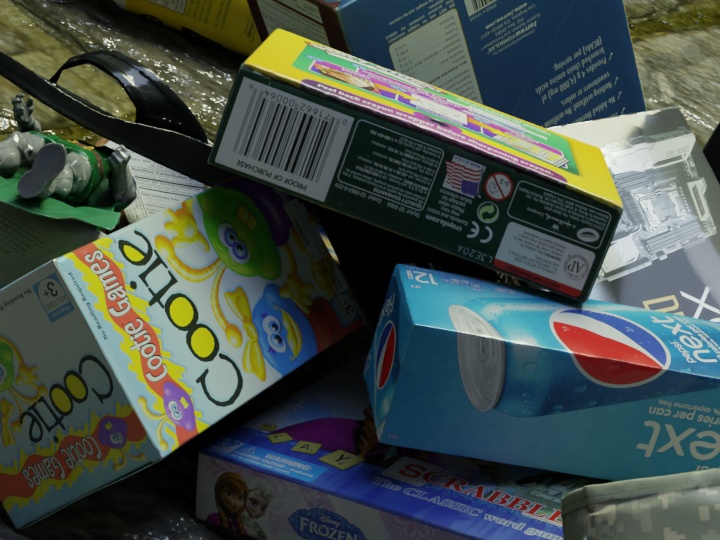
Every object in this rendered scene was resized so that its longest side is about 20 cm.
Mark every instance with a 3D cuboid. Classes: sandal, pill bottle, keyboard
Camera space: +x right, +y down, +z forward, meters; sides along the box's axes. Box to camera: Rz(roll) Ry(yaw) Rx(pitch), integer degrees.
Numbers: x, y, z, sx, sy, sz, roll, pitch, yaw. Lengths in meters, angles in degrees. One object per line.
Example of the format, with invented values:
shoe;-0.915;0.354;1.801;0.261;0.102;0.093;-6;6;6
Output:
sandal;-0.113;-0.087;1.074;0.199;0.048;0.075;25;0;-10
pill bottle;-0.125;-0.239;1.447;0.199;0.115;0.114;21;27;-1
keyboard;0.040;0.020;1.024;0.103;0.040;0.201;-2;45;-25

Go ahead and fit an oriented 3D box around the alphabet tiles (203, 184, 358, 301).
alphabet tiles;0.000;0.000;1.108;0.199;0.006;0.166;26;9;-13

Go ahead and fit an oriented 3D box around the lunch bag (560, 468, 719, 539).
lunch bag;0.182;0.180;0.829;0.199;0.118;0.165;7;67;-26

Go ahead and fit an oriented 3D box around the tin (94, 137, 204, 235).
tin;-0.108;-0.025;1.153;0.111;0.042;0.200;12;28;-27

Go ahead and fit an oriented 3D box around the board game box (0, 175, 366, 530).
board game box;-0.103;0.031;0.939;0.103;0.105;0.200;61;32;-2

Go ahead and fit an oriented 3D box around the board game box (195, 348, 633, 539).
board game box;0.052;0.102;0.968;0.199;0.041;0.199;14;22;26

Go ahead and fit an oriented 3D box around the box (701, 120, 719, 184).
box;0.330;-0.009;1.185;0.181;0.104;0.200;5;37;-34

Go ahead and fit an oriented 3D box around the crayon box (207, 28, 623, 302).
crayon box;0.031;-0.060;0.987;0.199;0.059;0.173;21;12;-1

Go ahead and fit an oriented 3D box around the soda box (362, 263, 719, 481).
soda box;0.106;0.056;0.918;0.199;0.068;0.064;10;26;-13

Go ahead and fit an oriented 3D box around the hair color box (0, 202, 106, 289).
hair color box;-0.229;0.010;0.972;0.111;0.064;0.200;31;26;17

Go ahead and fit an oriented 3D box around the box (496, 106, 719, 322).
box;0.160;0.004;1.131;0.157;0.050;0.201;-10;62;-22

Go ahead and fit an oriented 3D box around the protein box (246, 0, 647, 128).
protein box;0.057;-0.146;1.211;0.198;0.201;0.135;-32;37;-18

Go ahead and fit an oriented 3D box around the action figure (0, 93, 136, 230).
action figure;-0.161;-0.055;1.003;0.118;0.055;0.200;26;4;3
